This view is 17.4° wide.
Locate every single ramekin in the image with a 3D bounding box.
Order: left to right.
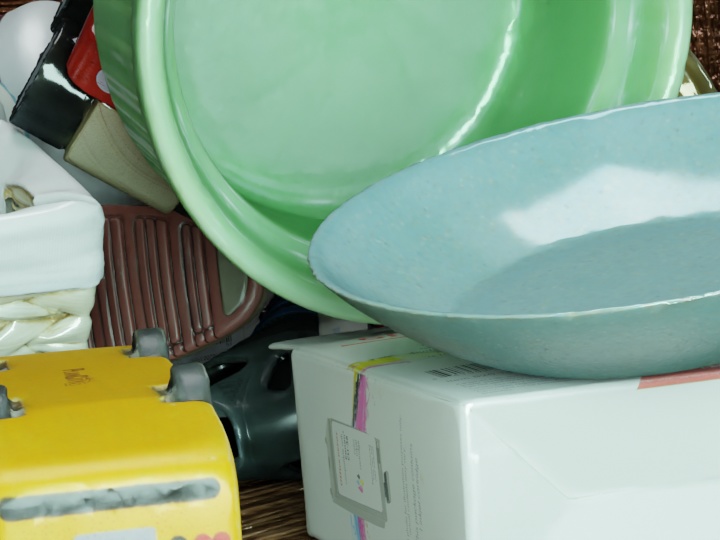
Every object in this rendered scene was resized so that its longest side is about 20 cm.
[{"bbox_3d":[0.005,-0.089,0.808,0.199,0.201,0.098,-6,15,-22],"label":"ramekin"}]

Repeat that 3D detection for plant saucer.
[{"bbox_3d":[0.085,-0.007,0.686,0.200,0.039,0.201,-11,17,3],"label":"plant saucer"}]

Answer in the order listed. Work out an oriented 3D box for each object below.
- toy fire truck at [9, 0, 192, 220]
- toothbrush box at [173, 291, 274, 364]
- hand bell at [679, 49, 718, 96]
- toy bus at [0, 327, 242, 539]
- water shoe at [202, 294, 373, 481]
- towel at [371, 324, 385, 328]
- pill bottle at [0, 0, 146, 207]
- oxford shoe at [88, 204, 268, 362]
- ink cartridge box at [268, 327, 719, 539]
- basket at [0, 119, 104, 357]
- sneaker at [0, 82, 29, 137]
[{"bbox_3d":[-0.025,-0.132,0.909,0.128,0.200,0.176,28,38,-11],"label":"toy fire truck"},{"bbox_3d":[-0.108,0.024,1.161,0.146,0.086,0.199,-11,8,-39],"label":"toothbrush box"},{"bbox_3d":[0.063,-0.029,1.062,0.104,0.105,0.200,-8,-17,-38],"label":"hand bell"},{"bbox_3d":[-0.077,0.064,0.673,0.065,0.079,0.200,-6,5,-11],"label":"toy bus"},{"bbox_3d":[-0.037,0.043,0.961,0.078,0.072,0.200,-11,3,-7],"label":"water shoe"},{"bbox_3d":[0.000,0.000,1.000,0.022,0.145,0.200,-21,6,-5],"label":"towel"},{"bbox_3d":[-0.162,-0.050,1.054,0.199,0.113,0.113,-23,0,15],"label":"pill bottle"},{"bbox_3d":[-0.112,0.016,0.995,0.199,0.071,0.075,-9,-11,32],"label":"oxford shoe"},{"bbox_3d":[0.051,0.055,0.746,0.116,0.068,0.200,-6,6,-17],"label":"ink cartridge box"},{"bbox_3d":[-0.203,0.026,0.854,0.199,0.124,0.135,-8,22,-24],"label":"basket"},{"bbox_3d":[-0.234,-0.018,0.970,0.200,0.077,0.081,-41,-19,8],"label":"sneaker"}]
